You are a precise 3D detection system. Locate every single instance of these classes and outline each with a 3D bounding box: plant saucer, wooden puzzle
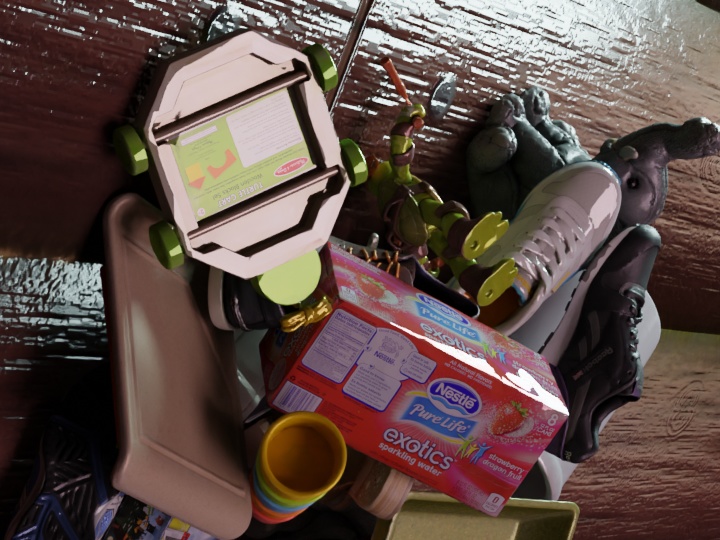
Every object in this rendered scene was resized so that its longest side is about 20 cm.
[{"bbox_3d":[0.060,0.260,1.693,0.199,0.048,0.201,9,101,-42],"label":"plant saucer"},{"bbox_3d":[-0.129,0.069,1.498,0.185,0.037,0.201,40,44,-60],"label":"wooden puzzle"}]

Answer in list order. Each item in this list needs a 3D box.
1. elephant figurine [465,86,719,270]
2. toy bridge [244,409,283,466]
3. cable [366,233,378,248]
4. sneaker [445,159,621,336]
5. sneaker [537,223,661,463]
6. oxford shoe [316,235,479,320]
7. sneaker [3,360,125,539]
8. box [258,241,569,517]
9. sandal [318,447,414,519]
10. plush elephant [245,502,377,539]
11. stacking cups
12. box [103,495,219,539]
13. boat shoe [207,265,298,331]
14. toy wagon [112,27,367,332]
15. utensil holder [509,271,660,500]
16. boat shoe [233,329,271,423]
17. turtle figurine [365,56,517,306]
[{"bbox_3d":[0.192,-0.063,1.841,0.142,0.199,0.156,-50,149,-25],"label":"elephant figurine"},{"bbox_3d":[-0.093,0.138,1.661,0.067,0.027,0.200,-33,178,22],"label":"toy bridge"},{"bbox_3d":[-0.019,0.061,1.759,0.201,0.050,0.097,-60,-164,26],"label":"cable"},{"bbox_3d":[0.137,-0.006,1.750,0.200,0.077,0.081,-46,-171,-4],"label":"sneaker"},{"bbox_3d":[0.204,0.063,1.779,0.201,0.087,0.076,-60,153,1],"label":"sneaker"},{"bbox_3d":[0.000,0.000,1.620,0.199,0.073,0.072,28,43,-29],"label":"oxford shoe"},{"bbox_3d":[-0.199,0.148,1.498,0.201,0.076,0.077,-62,-169,-23],"label":"sneaker"},{"bbox_3d":[0.037,0.078,1.572,0.100,0.199,0.096,-56,-160,19],"label":"box"},{"bbox_3d":[-0.018,0.139,1.667,0.078,0.069,0.212,-63,-167,-5],"label":"sandal"},{"bbox_3d":[0.002,0.252,1.815,0.200,0.154,0.166,-20,129,-52],"label":"plush elephant"},{"bbox_3d":[-0.054,0.152,1.565,0.061,0.060,0.200,-54,178,-20],"label":"stacking cups"},{"bbox_3d":[-0.156,0.228,1.597,0.137,0.038,0.200,-62,168,-5],"label":"box"},{"bbox_3d":[-0.057,-0.054,1.527,0.074,0.066,0.201,17,83,-64],"label":"boat shoe"},{"bbox_3d":[-0.072,-0.055,1.465,0.155,0.040,0.201,-25,109,-19],"label":"toy wagon"},{"bbox_3d":[0.147,0.089,1.928,0.200,0.169,0.170,-51,149,-29],"label":"utensil holder"},{"bbox_3d":[-0.088,0.076,1.647,0.063,0.073,0.200,-31,-176,39],"label":"boat shoe"},{"bbox_3d":[0.048,-0.051,1.678,0.064,0.161,0.201,-23,131,-26],"label":"turtle figurine"}]
